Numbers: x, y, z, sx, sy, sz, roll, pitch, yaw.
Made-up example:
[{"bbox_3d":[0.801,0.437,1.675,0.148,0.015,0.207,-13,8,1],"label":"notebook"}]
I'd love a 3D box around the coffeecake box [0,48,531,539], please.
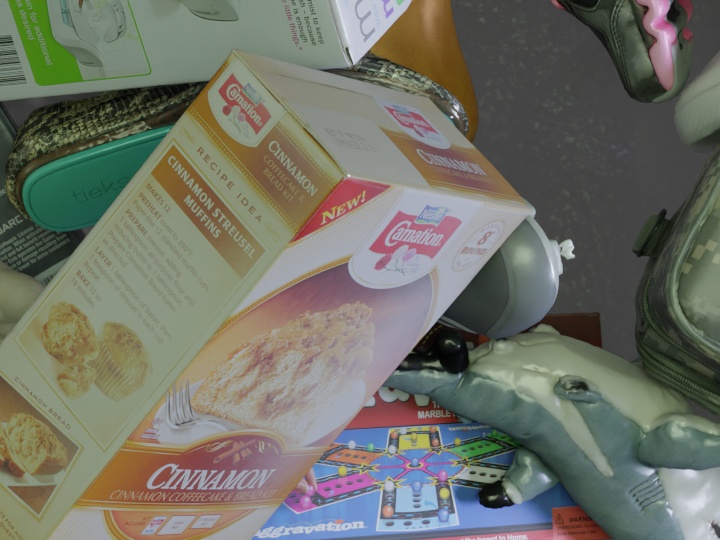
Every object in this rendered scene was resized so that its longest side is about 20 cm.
[{"bbox_3d":[-0.049,0.020,1.148,0.073,0.153,0.200,47,109,24],"label":"coffeecake box"}]

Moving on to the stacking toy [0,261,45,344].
[{"bbox_3d":[-0.213,0.083,1.233,0.146,0.146,0.201,31,100,-1],"label":"stacking toy"}]

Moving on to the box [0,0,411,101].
[{"bbox_3d":[-0.089,-0.180,1.176,0.175,0.097,0.201,-5,116,26],"label":"box"}]

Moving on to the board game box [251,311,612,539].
[{"bbox_3d":[0.021,0.072,1.296,0.199,0.019,0.104,-2,84,-28],"label":"board game box"}]

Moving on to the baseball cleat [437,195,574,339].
[{"bbox_3d":[0.000,0.000,1.251,0.106,0.200,0.070,-20,105,-27],"label":"baseball cleat"}]

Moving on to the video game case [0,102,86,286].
[{"bbox_3d":[-0.218,-0.040,1.284,0.142,0.019,0.201,-30,107,3],"label":"video game case"}]

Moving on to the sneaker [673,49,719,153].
[{"bbox_3d":[0.209,-0.131,1.346,0.199,0.075,0.089,-34,79,-14],"label":"sneaker"}]

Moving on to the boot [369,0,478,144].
[{"bbox_3d":[0.028,-0.164,1.295,0.144,0.071,0.202,-37,81,36],"label":"boot"}]

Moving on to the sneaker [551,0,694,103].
[{"bbox_3d":[0.080,-0.159,1.341,0.095,0.079,0.201,-27,87,16],"label":"sneaker"}]

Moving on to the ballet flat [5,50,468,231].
[{"bbox_3d":[-0.054,-0.068,1.253,0.198,0.068,0.076,-11,43,9],"label":"ballet flat"}]

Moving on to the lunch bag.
[{"bbox_3d":[0.220,0.020,1.280,0.199,0.168,0.140,29,83,0],"label":"lunch bag"}]

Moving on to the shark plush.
[{"bbox_3d":[0.082,0.075,1.283,0.199,0.091,0.084,18,106,-31],"label":"shark plush"}]
